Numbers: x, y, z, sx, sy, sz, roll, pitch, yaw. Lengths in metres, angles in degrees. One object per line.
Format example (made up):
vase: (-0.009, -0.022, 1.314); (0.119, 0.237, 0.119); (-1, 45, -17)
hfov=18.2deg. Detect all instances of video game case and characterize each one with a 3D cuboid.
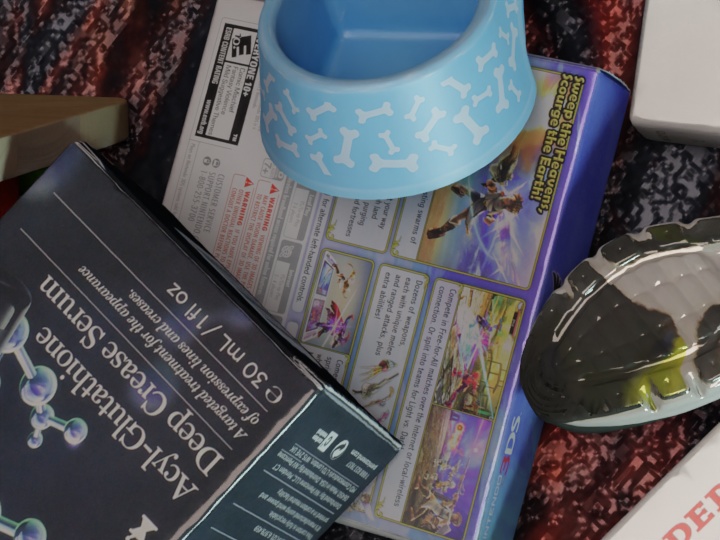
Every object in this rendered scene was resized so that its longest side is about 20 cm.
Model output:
video game case: (0.000, 0.000, 0.929); (0.180, 0.045, 0.202); (15, 89, 28)

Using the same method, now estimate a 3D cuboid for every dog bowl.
dog bowl: (0.021, -0.116, 0.893); (0.111, 0.050, 0.201); (3, 49, 18)

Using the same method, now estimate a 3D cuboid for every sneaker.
sneaker: (0.157, 0.015, 0.873); (0.199, 0.085, 0.075); (-27, 59, -1)

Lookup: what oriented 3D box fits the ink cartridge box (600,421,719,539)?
ink cartridge box: (0.173, 0.165, 0.867); (0.147, 0.083, 0.200); (-45, 77, 4)

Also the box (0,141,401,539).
box: (-0.112, 0.081, 0.867); (0.200, 0.107, 0.148); (-47, 66, 0)

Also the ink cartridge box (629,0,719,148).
ink cartridge box: (0.209, -0.144, 0.912); (0.172, 0.044, 0.202); (7, 86, 15)

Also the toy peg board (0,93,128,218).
toy peg board: (-0.220, -0.017, 0.932); (0.198, 0.199, 0.099); (3, 101, 14)
